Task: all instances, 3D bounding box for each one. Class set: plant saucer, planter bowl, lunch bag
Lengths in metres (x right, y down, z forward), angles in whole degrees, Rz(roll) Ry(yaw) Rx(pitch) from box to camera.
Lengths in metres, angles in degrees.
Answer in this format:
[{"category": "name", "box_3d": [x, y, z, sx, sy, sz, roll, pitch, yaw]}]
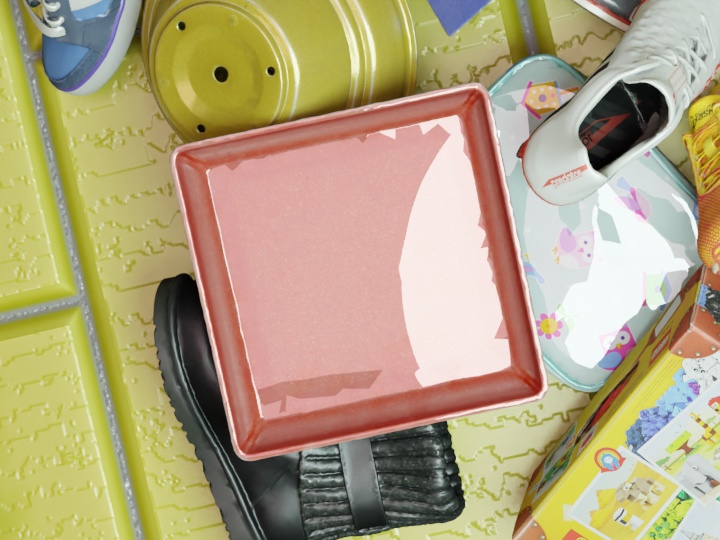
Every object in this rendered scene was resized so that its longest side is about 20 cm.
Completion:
[{"category": "plant saucer", "box_3d": [0.000, 0.000, 1.328, 0.199, 0.037, 0.201, -12, 98, 2]}, {"category": "planter bowl", "box_3d": [-0.071, -0.132, 1.353, 0.200, 0.083, 0.201, 10, 113, 24]}, {"category": "lunch bag", "box_3d": [0.126, -0.029, 1.375, 0.160, 0.077, 0.200, -45, 87, 8]}]

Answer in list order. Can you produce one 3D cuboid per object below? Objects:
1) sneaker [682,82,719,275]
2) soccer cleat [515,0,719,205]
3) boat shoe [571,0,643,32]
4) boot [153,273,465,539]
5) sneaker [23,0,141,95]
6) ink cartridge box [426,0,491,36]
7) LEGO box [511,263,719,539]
[{"category": "sneaker", "box_3d": [0.223, -0.061, 1.308, 0.077, 0.200, 0.073, 39, 119, -7]}, {"category": "soccer cleat", "box_3d": [0.175, -0.114, 1.289, 0.200, 0.085, 0.069, -45, 104, -21]}, {"category": "boat shoe", "box_3d": [0.124, -0.217, 1.372, 0.200, 0.071, 0.063, 38, 98, 9]}, {"category": "boot", "box_3d": [-0.031, 0.082, 1.395, 0.157, 0.079, 0.212, -19, 101, 14]}, {"category": "sneaker", "box_3d": [-0.209, -0.203, 1.351, 0.081, 0.146, 0.200, 49, 127, 38]}, {"category": "ink cartridge box", "box_3d": [0.067, -0.284, 1.327, 0.198, 0.047, 0.200, -41, 63, 25]}, {"category": "LEGO box", "box_3d": [0.211, 0.120, 1.312, 0.149, 0.077, 0.200, 32, 123, -3]}]
